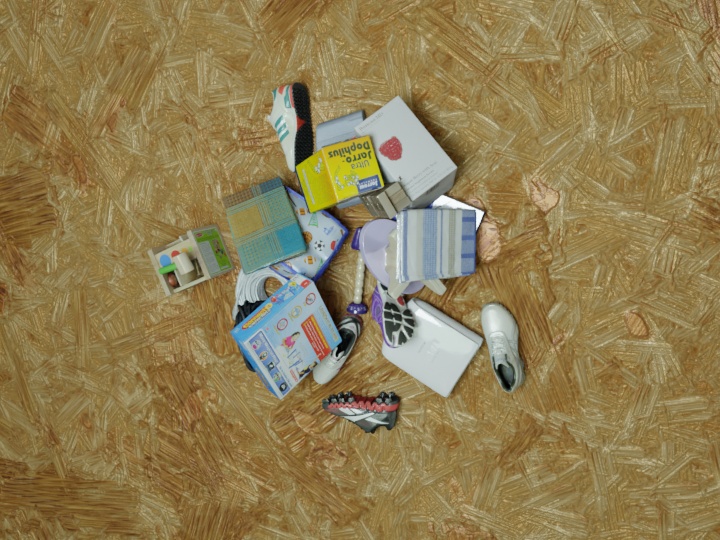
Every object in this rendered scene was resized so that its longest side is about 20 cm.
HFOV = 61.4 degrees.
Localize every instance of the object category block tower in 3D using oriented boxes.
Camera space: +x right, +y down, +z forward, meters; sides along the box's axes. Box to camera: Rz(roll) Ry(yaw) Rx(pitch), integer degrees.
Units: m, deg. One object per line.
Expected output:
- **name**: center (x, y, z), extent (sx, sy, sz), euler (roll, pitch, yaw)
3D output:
- **block tower**: center (0.049, -0.147, 1.262), extent (0.058, 0.200, 0.054), euler (-35, 102, -4)

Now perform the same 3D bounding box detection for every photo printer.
- **photo printer**: center (0.156, 0.171, 1.393), extent (0.199, 0.069, 0.167), euler (33, 108, 9)

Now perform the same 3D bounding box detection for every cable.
- **cable**: center (-0.211, 0.054, 1.490), extent (0.198, 0.069, 0.202), euler (12, 103, 14)
- **cable**: center (-0.235, 0.149, 1.368), extent (0.050, 0.200, 0.165), euler (1, 89, 15)

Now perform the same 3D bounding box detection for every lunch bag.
- **lunch bag**: center (-0.149, -0.071, 1.388), extent (0.199, 0.124, 0.171), euler (30, 73, 13)

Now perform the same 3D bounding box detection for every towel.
- **towel**: center (-0.211, -0.099, 1.325), extent (0.145, 0.022, 0.201), euler (-20, 67, -5)
- **towel**: center (0.158, -0.054, 1.257), extent (0.024, 0.198, 0.149), euler (12, 104, 60)

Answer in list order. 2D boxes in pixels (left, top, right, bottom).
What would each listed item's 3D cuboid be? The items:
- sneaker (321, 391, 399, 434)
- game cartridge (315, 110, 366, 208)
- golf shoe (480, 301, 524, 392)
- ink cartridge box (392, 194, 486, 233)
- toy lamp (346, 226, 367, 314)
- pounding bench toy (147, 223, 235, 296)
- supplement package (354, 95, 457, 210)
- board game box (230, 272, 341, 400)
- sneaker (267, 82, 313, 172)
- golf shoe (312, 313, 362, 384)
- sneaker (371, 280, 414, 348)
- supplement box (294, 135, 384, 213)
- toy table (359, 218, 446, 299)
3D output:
- **sneaker**: center (0.000, 0.349, 1.478), extent (0.198, 0.071, 0.099), euler (-1, 98, 17)
- **game cartridge**: center (-0.029, -0.249, 1.390), extent (0.132, 0.041, 0.202), euler (-12, 97, 24)
- **golf shoe**: center (0.313, 0.170, 1.330), extent (0.078, 0.097, 0.202), euler (-18, 93, 22)
- **ink cartridge box**: center (0.168, -0.125, 1.345), extent (0.198, 0.044, 0.095), euler (25, 105, 12)
- **toy lamp**: center (0.000, 0.000, 1.417), extent (0.058, 0.058, 0.202), euler (7, 102, 16)
- **pounding bench toy**: center (-0.436, -0.017, 1.477), extent (0.155, 0.200, 0.125), euler (-21, 94, 19)
- **supplement package**: center (0.092, -0.236, 1.274), extent (0.121, 0.120, 0.201), euler (-36, 78, -4)
- **board game box**: center (-0.154, 0.143, 1.314), extent (0.056, 0.196, 0.201), euler (26, 149, 42)
- **sneaker**: center (-0.168, -0.329, 1.410), extent (0.093, 0.070, 0.202), euler (6, 105, 35)
- **golf shoe**: center (-0.066, 0.197, 1.457), extent (0.072, 0.092, 0.201), euler (29, 110, 1)
- **sneaker**: center (0.066, 0.104, 1.362), extent (0.080, 0.201, 0.084), euler (17, 124, -19)
- **supplement box**: center (-0.049, -0.197, 1.272), extent (0.108, 0.200, 0.111), euler (-20, 96, -21)
- **toy table**: center (0.096, -0.023, 1.308), extent (0.199, 0.117, 0.185), euler (34, 81, -27)
